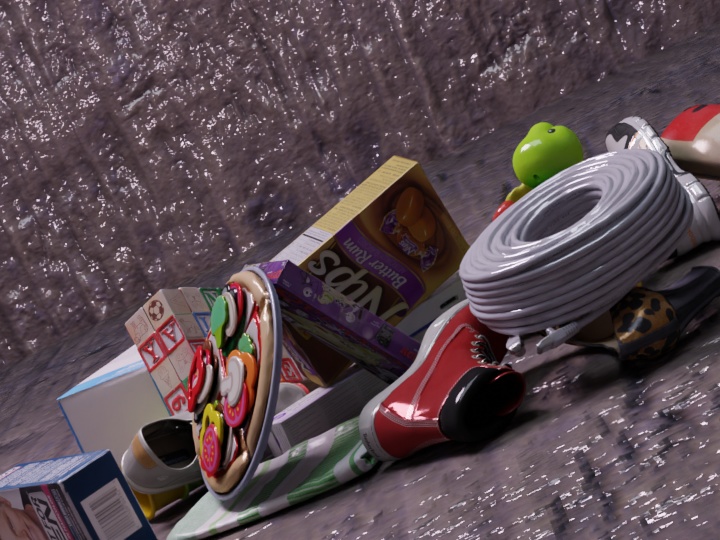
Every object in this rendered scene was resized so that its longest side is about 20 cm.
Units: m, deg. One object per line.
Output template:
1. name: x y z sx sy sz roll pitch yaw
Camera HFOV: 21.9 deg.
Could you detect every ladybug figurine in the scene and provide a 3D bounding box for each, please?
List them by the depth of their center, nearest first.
1. ladybug figurine: 0.369 -0.128 1.883 0.134 0.073 0.200 8 2 -12

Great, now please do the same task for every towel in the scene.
1. towel: -0.060 0.174 1.607 0.199 0.024 0.153 -23 9 22

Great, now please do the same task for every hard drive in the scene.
1. hard drive: 0.035 0.018 1.886 0.131 0.026 0.199 -32 21 -23

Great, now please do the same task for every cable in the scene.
1. cable: 0.171 -0.024 1.512 0.199 0.070 0.200 -34 17 -4

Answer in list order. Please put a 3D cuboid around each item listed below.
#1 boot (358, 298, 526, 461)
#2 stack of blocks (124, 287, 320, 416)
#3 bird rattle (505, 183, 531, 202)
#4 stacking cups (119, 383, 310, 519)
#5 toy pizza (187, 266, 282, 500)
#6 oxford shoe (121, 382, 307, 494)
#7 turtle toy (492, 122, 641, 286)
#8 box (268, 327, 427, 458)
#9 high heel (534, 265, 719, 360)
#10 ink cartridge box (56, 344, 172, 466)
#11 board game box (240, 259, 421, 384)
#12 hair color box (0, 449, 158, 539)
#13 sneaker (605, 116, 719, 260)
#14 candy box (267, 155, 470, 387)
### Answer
1. boot: 0.104 0.079 1.523 0.144 0.073 0.200 -17 22 46
2. stack of blocks: -0.126 0.080 1.840 0.059 0.116 0.199 -41 -22 28
3. bird rattle: 0.158 -0.032 1.943 0.199 0.113 0.163 -29 6 -15
4. stacking cups: -0.134 0.167 1.785 0.199 0.061 0.060 -27 7 -30
5. toy pizza: -0.115 0.095 1.599 0.031 0.202 0.200 9 -6 -21
6. oxford shoe: -0.128 0.149 1.725 0.199 0.075 0.058 -19 -32 -30
7. turtle toy: 0.179 -0.041 1.725 0.145 0.101 0.202 -20 51 38
8. box: -0.007 0.116 1.764 0.199 0.042 0.039 -32 11 -35
9. high heel: 0.182 0.042 1.512 0.199 0.072 0.142 -12 13 41
10. ink cartridge box: -0.189 0.135 1.906 0.124 0.129 0.200 -21 9 28
11. board game box: -0.009 0.053 1.655 0.032 0.199 0.120 -63 18 -17
12. hair color box: -0.267 0.223 1.669 0.060 0.101 0.199 -32 9 -33
13. sneaker: 0.275 -0.080 1.803 0.080 0.074 0.200 -30 36 1
14. candy box: 0.000 0.000 1.761 0.200 0.117 0.056 -41 26 -14
